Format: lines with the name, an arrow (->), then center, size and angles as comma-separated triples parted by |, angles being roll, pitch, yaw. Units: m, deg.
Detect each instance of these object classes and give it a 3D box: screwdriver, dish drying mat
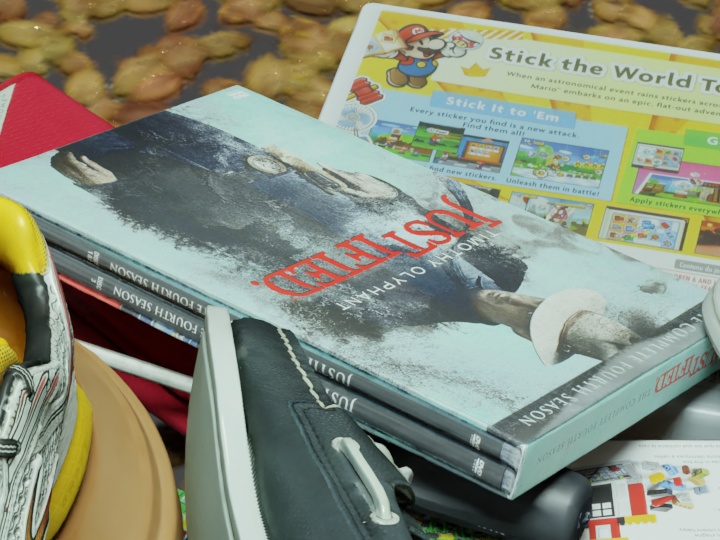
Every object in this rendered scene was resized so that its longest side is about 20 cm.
screwdriver -> -0.028, 0.042, 0.865 | 0.199, 0.028, 0.029 | 16, 16, 12
dish drying mat -> -0.076, -0.006, 0.959 | 0.077, 0.018, 0.200 | -32, 44, -26

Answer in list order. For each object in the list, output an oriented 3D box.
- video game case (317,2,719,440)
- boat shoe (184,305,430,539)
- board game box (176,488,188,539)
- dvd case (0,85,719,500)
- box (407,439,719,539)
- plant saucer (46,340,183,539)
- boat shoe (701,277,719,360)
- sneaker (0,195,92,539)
video game case -> 0.076, -0.015, 0.992 | 0.199, 0.023, 0.183 | 9, 43, 10
boat shoe -> -0.010, 0.077, 0.763 | 0.060, 0.076, 0.201 | -1, 36, -9
board game box -> -0.139, 0.120, 0.810 | 0.165, 0.057, 0.200 | 22, 46, 20
dvd case -> 0.000, 0.000, 0.906 | 0.199, 0.022, 0.146 | 26, 27, 26
box -> 0.090, 0.097, 0.856 | 0.198, 0.035, 0.110 | 1, 42, -1
plant saucer -> -0.147, 0.065, 0.804 | 0.199, 0.038, 0.201 | 0, 41, 0
boat shoe -> 0.195, 0.000, 0.918 | 0.201, 0.065, 0.075 | -5, 49, -26
sneaker -> -0.111, 0.060, 0.720 | 0.077, 0.083, 0.201 | 1, 42, 1
